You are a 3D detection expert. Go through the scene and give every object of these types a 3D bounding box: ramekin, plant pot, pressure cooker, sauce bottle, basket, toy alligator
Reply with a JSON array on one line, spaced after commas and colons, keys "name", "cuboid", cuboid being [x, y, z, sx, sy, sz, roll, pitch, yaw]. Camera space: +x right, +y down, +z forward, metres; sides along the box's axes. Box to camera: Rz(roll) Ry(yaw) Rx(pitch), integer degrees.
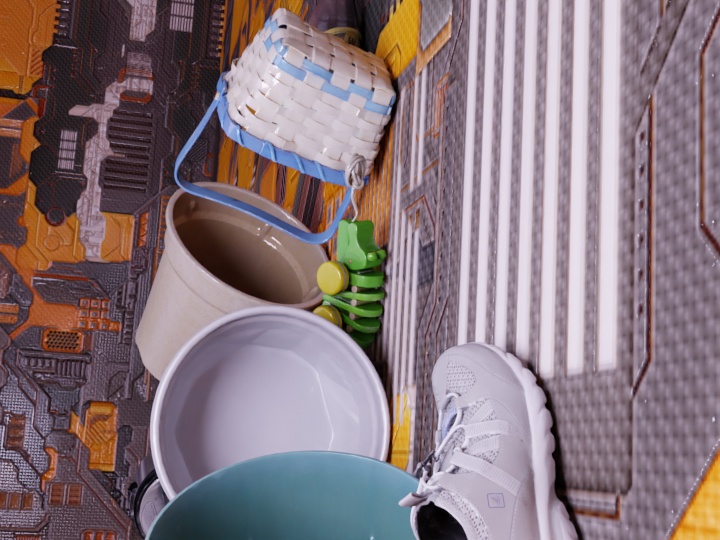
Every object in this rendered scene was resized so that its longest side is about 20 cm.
[{"name": "ramekin", "cuboid": [-0.082, 0.134, 0.894, 0.105, 0.198, 0.203, 154, 121, -73]}, {"name": "plant pot", "cuboid": [-0.036, 0.243, 0.704, 0.201, 0.198, 0.163, -117, 22, -66]}, {"name": "plant pot", "cuboid": [-0.161, 0.034, 1.182, 0.184, 0.199, 0.201, -56, 27, 30]}, {"name": "pressure cooker", "cuboid": [-0.325, 0.411, 1.886, 0.180, 0.175, 0.200, -59, 16, 0]}, {"name": "sauce bottle", "cuboid": [-0.031, -0.236, 1.128, 0.066, 0.065, 0.202, -176, 89, -77]}, {"name": "basket", "cuboid": [-0.063, -0.130, 1.006, 0.201, 0.175, 0.140, -57, 25, 23]}, {"name": "toy alligator", "cuboid": [0.000, 0.000, 0.934, 0.054, 0.059, 0.202, 20, 109, 35]}]

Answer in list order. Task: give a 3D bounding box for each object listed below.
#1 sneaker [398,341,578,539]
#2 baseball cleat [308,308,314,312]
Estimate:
[{"name": "sneaker", "cuboid": [0.060, 0.110, 0.559, 0.201, 0.081, 0.075, -102, 22, -52]}, {"name": "baseball cleat", "cuboid": [-0.118, 0.036, 1.298, 0.200, 0.105, 0.070, -128, 51, -69]}]
